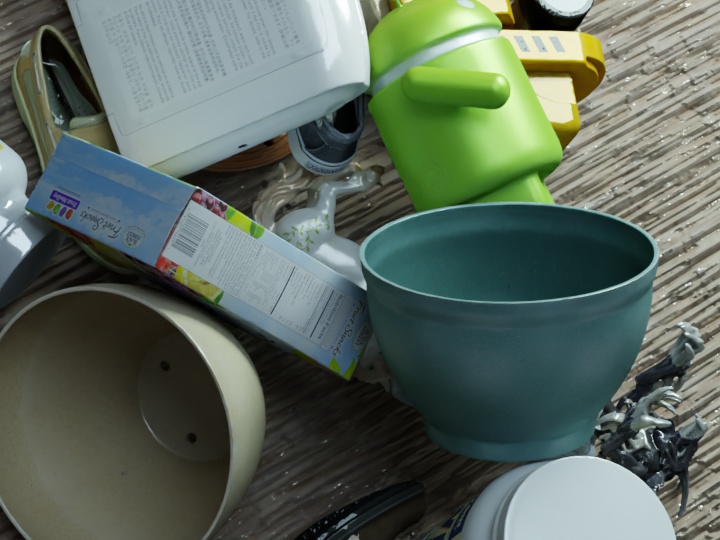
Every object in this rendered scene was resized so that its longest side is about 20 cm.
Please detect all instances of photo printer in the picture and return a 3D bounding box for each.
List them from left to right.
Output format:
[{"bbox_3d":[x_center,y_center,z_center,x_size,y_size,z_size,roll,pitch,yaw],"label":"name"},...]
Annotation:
[{"bbox_3d":[-0.098,-0.170,1.753,0.200,0.069,0.166,-23,79,11],"label":"photo printer"}]

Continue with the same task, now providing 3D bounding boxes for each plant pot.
[{"bbox_3d":[-0.143,0.098,1.658,0.200,0.200,0.134,48,26,10],"label":"plant pot"},{"bbox_3d":[0.101,0.048,1.641,0.200,0.134,0.200,-2,21,1],"label":"plant pot"}]

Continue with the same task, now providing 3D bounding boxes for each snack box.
[{"bbox_3d":[-0.106,-0.009,1.674,0.200,0.169,0.068,30,85,-41],"label":"snack box"}]

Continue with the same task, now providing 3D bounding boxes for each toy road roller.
[{"bbox_3d":[0.095,-0.157,1.895,0.200,0.123,0.146,-1,67,-19],"label":"toy road roller"}]

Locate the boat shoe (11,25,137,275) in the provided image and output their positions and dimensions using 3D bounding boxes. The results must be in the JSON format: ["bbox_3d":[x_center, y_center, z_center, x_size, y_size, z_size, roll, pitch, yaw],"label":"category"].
[{"bbox_3d":[-0.203,-0.091,1.788,0.072,0.076,0.200,-23,72,-26],"label":"boat shoe"}]

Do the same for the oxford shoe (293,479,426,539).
[{"bbox_3d":[-0.018,0.221,1.693,0.200,0.073,0.084,-39,95,-28],"label":"oxford shoe"}]

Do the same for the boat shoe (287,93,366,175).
[{"bbox_3d":[-0.032,-0.174,1.815,0.072,0.068,0.200,2,64,-19],"label":"boat shoe"}]

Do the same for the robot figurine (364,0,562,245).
[{"bbox_3d":[0.072,-0.113,1.766,0.116,0.175,0.200,-26,82,10],"label":"robot figurine"}]

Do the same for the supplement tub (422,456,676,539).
[{"bbox_3d":[0.120,0.213,1.649,0.145,0.200,0.145,7,67,-16],"label":"supplement tub"}]

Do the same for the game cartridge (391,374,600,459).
[{"bbox_3d":[0.098,0.057,1.786,0.200,0.040,0.133,24,56,-37],"label":"game cartridge"}]

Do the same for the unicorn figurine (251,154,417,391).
[{"bbox_3d":[0.000,0.000,1.815,0.200,0.074,0.137,36,67,14],"label":"unicorn figurine"}]

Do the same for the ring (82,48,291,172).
[{"bbox_3d":[-0.120,-0.162,1.889,0.200,0.019,0.200,7,61,-14],"label":"ring"}]

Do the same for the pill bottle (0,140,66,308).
[{"bbox_3d":[-0.309,-0.065,1.719,0.200,0.112,0.112,40,58,6],"label":"pill bottle"}]

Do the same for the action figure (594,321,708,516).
[{"bbox_3d":[0.201,0.089,1.775,0.200,0.102,0.119,46,30,-19],"label":"action figure"}]
